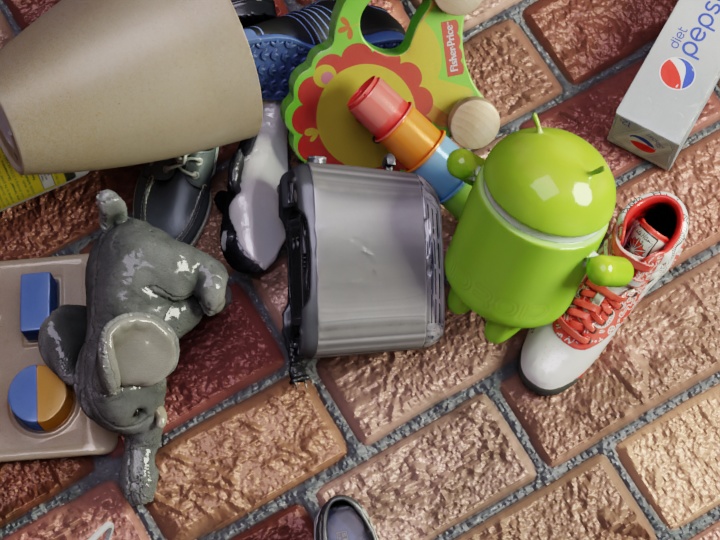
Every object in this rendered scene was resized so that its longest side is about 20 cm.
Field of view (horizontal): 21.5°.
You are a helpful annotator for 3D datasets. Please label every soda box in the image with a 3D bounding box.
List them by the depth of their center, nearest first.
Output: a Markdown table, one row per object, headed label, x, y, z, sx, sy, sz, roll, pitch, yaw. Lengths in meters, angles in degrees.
| label | x | y | z | sx | sy | sz | roll | pitch | yaw |
| --- | --- | --- | --- | --- | --- | --- | --- | --- | --- |
| soda box | 0.303 | -0.196 | 1.747 | 0.068 | 0.063 | 0.200 | 27 | 72 | 9 |

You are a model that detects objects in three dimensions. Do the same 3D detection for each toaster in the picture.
| label | x | y | z | sx | sy | sz | roll | pitch | yaw |
| --- | --- | --- | --- | --- | --- | --- | --- | --- | --- |
| toaster | 0.000 | 0.000 | 1.635 | 0.129 | 0.114 | 0.201 | -2 | 87 | -12 |

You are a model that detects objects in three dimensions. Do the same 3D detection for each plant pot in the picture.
| label | x | y | z | sx | sy | sz | roll | pitch | yaw |
| --- | --- | --- | --- | --- | --- | --- | --- | --- | --- |
| plant pot | -0.213 | -0.162 | 1.592 | 0.199 | 0.187 | 0.188 | -24 | 71 | -17 |

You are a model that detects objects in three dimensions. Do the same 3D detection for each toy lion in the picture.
| label | x | y | z | sx | sy | sz | roll | pitch | yaw |
| --- | --- | --- | --- | --- | --- | --- | --- | --- | --- |
| toy lion | 0.021 | -0.171 | 1.693 | 0.191 | 0.069 | 0.201 | -11 | 112 | -8 |

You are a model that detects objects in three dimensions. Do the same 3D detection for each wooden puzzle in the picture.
| label | x | y | z | sx | sy | sz | roll | pitch | yaw |
| --- | --- | --- | --- | --- | --- | --- | --- | --- | --- |
| wooden puzzle | -0.315 | 0.074 | 1.658 | 0.199 | 0.046 | 0.186 | -3 | 69 | -1 |

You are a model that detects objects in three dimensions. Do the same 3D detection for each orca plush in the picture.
| label | x | y | z | sx | sy | sz | roll | pitch | yaw |
| --- | --- | --- | --- | --- | --- | --- | --- | --- | --- |
| orca plush | -0.110 | -0.083 | 1.705 | 0.071 | 0.105 | 0.201 | -14 | 70 | 28 |

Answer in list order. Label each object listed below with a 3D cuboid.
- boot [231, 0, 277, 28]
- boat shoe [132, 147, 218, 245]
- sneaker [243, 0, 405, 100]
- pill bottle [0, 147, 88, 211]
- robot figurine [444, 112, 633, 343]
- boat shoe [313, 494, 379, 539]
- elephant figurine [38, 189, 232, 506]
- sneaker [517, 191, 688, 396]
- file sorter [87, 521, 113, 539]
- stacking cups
| label | x | y | z | sx | sy | sz | roll | pitch | yaw |
| --- | --- | --- | --- | --- | --- | --- | --- | --- | --- |
| boot | -0.187 | -0.288 | 1.775 | 0.199 | 0.076 | 0.169 | -13 | 73 | -12 |
| boat shoe | -0.164 | -0.104 | 1.716 | 0.073 | 0.062 | 0.201 | 13 | 70 | 5 |
| sneaker | -0.051 | -0.207 | 1.732 | 0.199 | 0.070 | 0.078 | -4 | 40 | -26 |
| pill bottle | -0.351 | -0.101 | 1.689 | 0.199 | 0.113 | 0.113 | -24 | 71 | -9 |
| robot figurine | 0.140 | -0.034 | 1.575 | 0.175 | 0.200 | 0.116 | 39 | 44 | 20 |
| boat shoe | 0.004 | 0.280 | 1.569 | 0.070 | 0.066 | 0.201 | -9 | 70 | -3 |
| elephant figurine | -0.200 | 0.069 | 1.607 | 0.155 | 0.142 | 0.200 | 27 | 67 | 2 |
| sneaker | 0.210 | 0.015 | 1.645 | 0.067 | 0.108 | 0.201 | 41 | 75 | 14 |
| file sorter | -0.159 | 0.307 | 1.498 | 0.199 | 0.139 | 0.125 | 26 | 114 | 10 |
| stacking cups | 0.069 | -0.088 | 1.671 | 0.200 | 0.060 | 0.061 | 40 | 73 | -11 |
